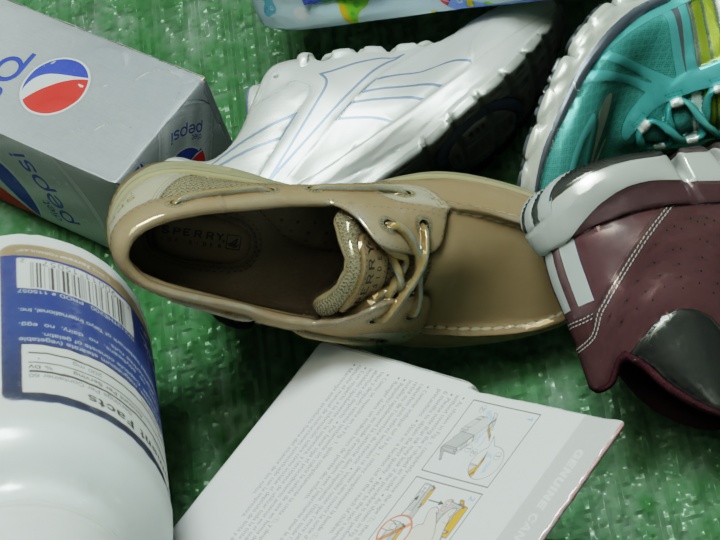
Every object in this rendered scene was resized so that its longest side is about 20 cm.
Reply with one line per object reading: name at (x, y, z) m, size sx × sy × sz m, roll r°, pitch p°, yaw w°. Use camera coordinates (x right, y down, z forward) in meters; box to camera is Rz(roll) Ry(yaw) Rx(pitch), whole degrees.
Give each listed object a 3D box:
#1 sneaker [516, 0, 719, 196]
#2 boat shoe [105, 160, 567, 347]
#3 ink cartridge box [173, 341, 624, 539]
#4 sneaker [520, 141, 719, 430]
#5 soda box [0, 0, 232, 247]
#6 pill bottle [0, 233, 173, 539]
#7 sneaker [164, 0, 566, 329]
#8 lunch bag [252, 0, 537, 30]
sneaker at (0.142, -0.084, 0.998) m, size 0.200 × 0.078 × 0.080 m, roll -43°, pitch 62°, yaw -15°
boat shoe at (0.000, 0.000, 0.937) m, size 0.198 × 0.072 × 0.065 m, roll 3°, pitch 14°, yaw -7°
ink cartridge box at (-0.010, 0.125, 0.871) m, size 0.176 × 0.045 × 0.200 m, roll 13°, pitch 58°, yaw 49°
sneaker at (0.165, 0.006, 0.933) m, size 0.199 × 0.076 × 0.116 m, roll -11°, pitch 80°, yaw -12°
soda box at (-0.154, -0.074, 1.093) m, size 0.199 × 0.064 × 0.068 m, roll 23°, pitch 62°, yaw 31°
pill bottle at (-0.127, 0.079, 0.900) m, size 0.110 × 0.111 × 0.200 m, roll -20°, pitch 30°, yaw 3°
sneaker at (0.000, -0.064, 1.014) m, size 0.199 × 0.075 × 0.087 m, roll -35°, pitch 69°, yaw -12°
lunch bag at (0.045, -0.174, 1.052) m, size 0.199 × 0.083 × 0.161 m, roll -4°, pitch 34°, yaw 30°
